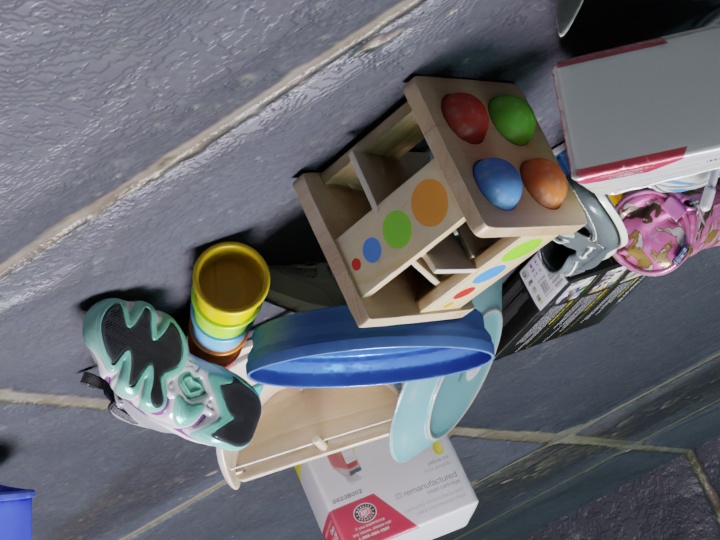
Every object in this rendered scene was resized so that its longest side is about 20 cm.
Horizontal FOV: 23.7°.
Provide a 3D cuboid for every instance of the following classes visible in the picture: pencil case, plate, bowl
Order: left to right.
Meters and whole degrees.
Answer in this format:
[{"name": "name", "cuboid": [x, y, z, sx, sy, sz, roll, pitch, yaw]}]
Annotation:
[{"name": "bowl", "cuboid": [0.007, 0.060, 1.377, 0.200, 0.039, 0.201, -4, 168, -1]}, {"name": "plate", "cuboid": [0.088, 0.092, 1.584, 0.200, 0.026, 0.200, -50, 155, -33]}, {"name": "pencil case", "cuboid": [0.301, -0.049, 1.589, 0.086, 0.083, 0.200, 13, -165, 27]}]

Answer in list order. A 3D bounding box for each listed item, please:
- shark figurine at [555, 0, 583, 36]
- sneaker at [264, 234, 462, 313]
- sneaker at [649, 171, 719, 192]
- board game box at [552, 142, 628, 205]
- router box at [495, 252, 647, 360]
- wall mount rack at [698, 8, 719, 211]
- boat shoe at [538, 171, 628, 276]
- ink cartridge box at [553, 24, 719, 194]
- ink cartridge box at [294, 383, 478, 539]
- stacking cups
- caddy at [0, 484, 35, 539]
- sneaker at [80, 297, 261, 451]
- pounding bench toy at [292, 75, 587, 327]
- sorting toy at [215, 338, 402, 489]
[{"name": "shark figurine", "cuboid": [0.214, -0.199, 1.094, 0.214, 0.090, 0.128, -8, 154, -47]}, {"name": "sneaker", "cuboid": [0.000, 0.000, 1.427, 0.200, 0.082, 0.075, 1, -173, -26]}, {"name": "sneaker", "cuboid": [0.247, -0.095, 1.453, 0.200, 0.072, 0.072, -3, 146, -47]}, {"name": "board game box", "cuboid": [0.142, -0.040, 1.548, 0.200, 0.026, 0.200, -31, 162, 18]}, {"name": "router box", "cuboid": [0.220, 0.015, 1.761, 0.149, 0.051, 0.200, -17, 161, -27]}, {"name": "wall mount rack", "cuboid": [0.310, -0.137, 1.383, 0.174, 0.075, 0.200, -38, 154, 19]}, {"name": "boat shoe", "cuboid": [0.181, -0.036, 1.451, 0.062, 0.073, 0.200, -28, 167, -1]}, {"name": "ink cartridge box", "cuboid": [0.220, -0.112, 1.214, 0.145, 0.084, 0.200, -13, 177, 11]}, {"name": "ink cartridge box", "cuboid": [0.009, 0.180, 1.718, 0.145, 0.200, 0.083, -20, 159, -14]}, {"name": "stacking cups", "cuboid": [-0.109, 0.040, 1.393, 0.060, 0.061, 0.200, -20, 163, -14]}, {"name": "caddy", "cuboid": [-0.375, 0.224, 1.501, 0.141, 0.105, 0.200, -9, 173, 33]}, {"name": "sneaker", "cuboid": [-0.189, 0.086, 1.402, 0.140, 0.078, 0.200, 4, 149, 41]}, {"name": "pounding bench toy", "cuboid": [0.087, -0.055, 1.270, 0.200, 0.124, 0.156, -3, 152, -49]}, {"name": "sorting toy", "cuboid": [-0.058, 0.103, 1.594, 0.200, 0.107, 0.180, -18, 152, 5]}]
